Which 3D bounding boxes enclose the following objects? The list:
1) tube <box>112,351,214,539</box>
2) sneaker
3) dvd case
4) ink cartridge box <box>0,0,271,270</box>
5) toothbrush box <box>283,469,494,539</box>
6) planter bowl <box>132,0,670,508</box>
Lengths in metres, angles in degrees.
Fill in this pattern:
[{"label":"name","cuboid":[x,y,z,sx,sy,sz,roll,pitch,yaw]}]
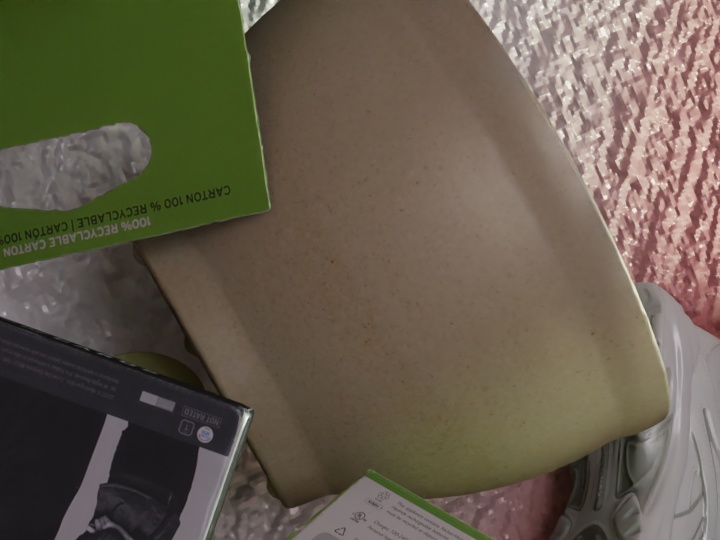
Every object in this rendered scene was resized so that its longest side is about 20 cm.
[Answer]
[{"label":"tube","cuboid":[-0.067,0.111,0.735,0.058,0.052,0.201,30,29,-28]},{"label":"sneaker","cuboid":[0.125,0.109,0.890,0.099,0.078,0.202,24,68,-26]},{"label":"dvd case","cuboid":[-0.131,0.109,0.632,0.149,0.025,0.202,19,88,3]},{"label":"ink cartridge box","cuboid":[-0.118,-0.106,0.716,0.076,0.147,0.202,4,75,-71]},{"label":"toothbrush box","cuboid":[0.036,0.187,0.723,0.086,0.145,0.201,-35,135,-34]},{"label":"planter bowl","cuboid":[0.000,0.000,0.795,0.134,0.200,0.201,-31,93,-6]}]
